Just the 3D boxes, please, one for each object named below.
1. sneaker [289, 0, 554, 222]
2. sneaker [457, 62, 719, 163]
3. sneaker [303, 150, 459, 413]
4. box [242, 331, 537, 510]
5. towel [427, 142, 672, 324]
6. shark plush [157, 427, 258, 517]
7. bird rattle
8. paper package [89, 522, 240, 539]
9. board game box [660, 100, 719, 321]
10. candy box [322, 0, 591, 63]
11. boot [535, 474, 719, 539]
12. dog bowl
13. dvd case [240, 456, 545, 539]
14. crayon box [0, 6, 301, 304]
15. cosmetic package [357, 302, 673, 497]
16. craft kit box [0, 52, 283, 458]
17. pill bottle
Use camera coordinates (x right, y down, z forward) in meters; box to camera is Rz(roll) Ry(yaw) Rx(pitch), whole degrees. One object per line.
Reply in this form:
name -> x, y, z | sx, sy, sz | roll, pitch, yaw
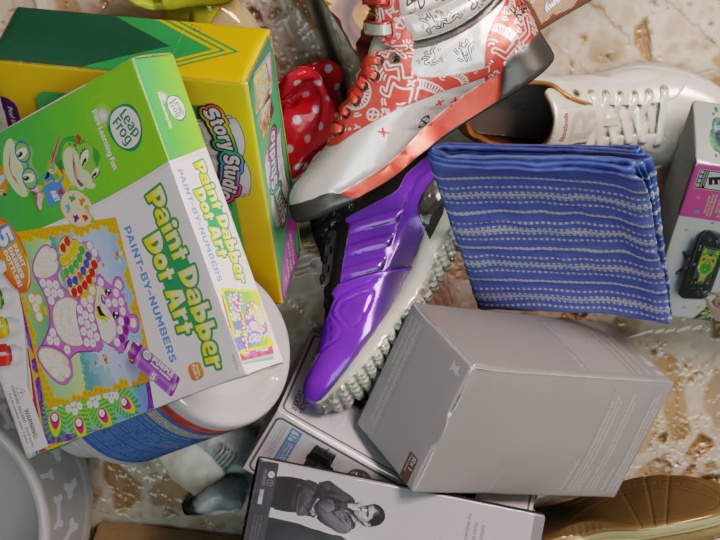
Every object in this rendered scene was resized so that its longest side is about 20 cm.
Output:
sneaker -> 0.015, -0.125, 1.170 | 0.201, 0.067, 0.108 | -34, 101, 3
sneaker -> 0.158, -0.099, 1.239 | 0.198, 0.085, 0.073 | 1, 110, -2
sneaker -> 0.000, 0.000, 1.265 | 0.099, 0.070, 0.201 | 30, 80, 13
box -> 0.027, 0.139, 1.300 | 0.199, 0.117, 0.060 | 29, 120, -4
towel -> 0.129, -0.021, 1.201 | 0.144, 0.024, 0.200 | 3, 149, 17
shark plush -> -0.055, 0.142, 1.347 | 0.198, 0.091, 0.084 | 1, 82, 5
bird rattle -> -0.105, -0.140, 1.237 | 0.162, 0.113, 0.200 | -19, 124, 20
paper package -> -0.126, 0.279, 1.328 | 0.189, 0.200, 0.104 | 7, 110, -2
board game box -> 0.309, -0.029, 1.251 | 0.199, 0.065, 0.148 | 7, 136, -2
candy box -> 0.078, -0.206, 1.212 | 0.199, 0.057, 0.117 | -28, 108, 12
boot -> 0.199, 0.247, 1.381 | 0.199, 0.073, 0.156 | -17, 110, 8
dog bowl -> -0.298, 0.171, 1.333 | 0.199, 0.059, 0.202 | 3, 105, 13
dvd case -> 0.014, 0.218, 1.220 | 0.199, 0.025, 0.151 | 12, 85, -5
crayon box -> -0.136, -0.074, 1.204 | 0.171, 0.059, 0.201 | 6, 138, 12
cosmetic package -> 0.109, 0.093, 1.266 | 0.199, 0.090, 0.107 | 10, 115, -37
craft kit box -> -0.162, -0.005, 1.127 | 0.197, 0.048, 0.201 | -23, 86, 32
pill bottle -> -0.145, 0.072, 1.250 | 0.112, 0.112, 0.200 | 46, 143, -16
